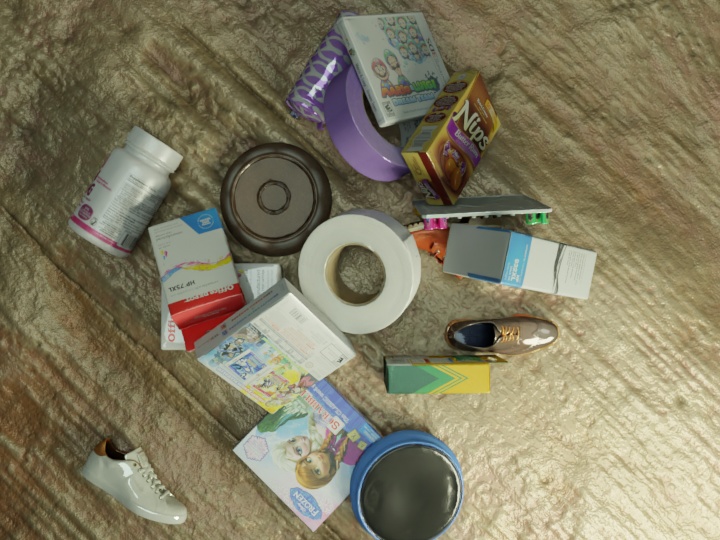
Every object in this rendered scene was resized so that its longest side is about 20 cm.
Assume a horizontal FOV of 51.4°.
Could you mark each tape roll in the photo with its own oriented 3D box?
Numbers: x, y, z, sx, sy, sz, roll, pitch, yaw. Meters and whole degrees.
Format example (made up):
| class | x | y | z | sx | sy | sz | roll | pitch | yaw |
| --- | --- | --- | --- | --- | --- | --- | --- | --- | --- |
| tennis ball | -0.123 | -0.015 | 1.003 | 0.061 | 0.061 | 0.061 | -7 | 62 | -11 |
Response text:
| class | x | y | z | sx | sy | sz | roll | pitch | yaw |
| --- | --- | --- | --- | --- | --- | --- | --- | --- | --- |
| tape roll | 0.037 | -0.252 | 1.233 | 0.199 | 0.065 | 0.202 | 16 | 64 | -35 |
| tape roll | 0.000 | 0.000 | 1.250 | 0.200 | 0.071 | 0.205 | 3 | 102 | 15 |

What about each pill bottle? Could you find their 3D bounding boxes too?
| class | x | y | z | sx | sy | sz | roll | pitch | yaw |
| --- | --- | --- | --- | --- | --- | --- | --- | --- | --- |
| pill bottle | -0.392 | -0.134 | 1.262 | 0.113 | 0.113 | 0.201 | 32 | 88 | 0 |

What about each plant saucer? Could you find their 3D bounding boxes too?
| class | x | y | z | sx | sy | sz | roll | pitch | yaw |
| --- | --- | --- | --- | --- | --- | --- | --- | --- | --- |
| plant saucer | -0.149 | -0.125 | 1.304 | 0.198 | 0.032 | 0.202 | 0 | 90 | 1 |

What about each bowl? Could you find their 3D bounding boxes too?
| class | x | y | z | sx | sy | sz | roll | pitch | yaw |
| --- | --- | --- | --- | --- | --- | --- | --- | --- | --- |
| bowl | 0.082 | 0.373 | 1.267 | 0.199 | 0.039 | 0.203 | -2 | 98 | -11 |

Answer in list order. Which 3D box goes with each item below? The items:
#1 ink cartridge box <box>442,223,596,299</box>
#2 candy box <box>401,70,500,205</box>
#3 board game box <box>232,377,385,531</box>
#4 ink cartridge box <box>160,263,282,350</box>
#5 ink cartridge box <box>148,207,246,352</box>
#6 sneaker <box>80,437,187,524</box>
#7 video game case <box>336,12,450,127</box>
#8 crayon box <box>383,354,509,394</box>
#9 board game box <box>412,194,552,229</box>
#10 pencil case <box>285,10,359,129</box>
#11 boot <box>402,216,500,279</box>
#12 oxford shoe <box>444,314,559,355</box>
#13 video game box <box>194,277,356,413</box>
| class | x | y | z | sx | sy | sz | roll | pitch | yaw |
| --- | --- | --- | --- | --- | --- | --- | --- | --- | --- |
| ink cartridge box | 0.256 | -0.014 | 1.205 | 0.199 | 0.145 | 0.085 | 10 | 91 | -33 |
| candy box | 0.153 | -0.219 | 1.227 | 0.056 | 0.117 | 0.201 | 6 | 53 | 39 |
| board game box | -0.081 | 0.304 | 1.289 | 0.200 | 0.041 | 0.200 | 44 | 89 | 1 |
| ink cartridge box | -0.234 | 0.062 | 1.272 | 0.198 | 0.084 | 0.146 | 0 | 87 | 0 |
| ink cartridge box | -0.254 | 0.014 | 1.189 | 0.115 | 0.067 | 0.201 | -18 | 69 | -8 |
| sneaker | -0.373 | 0.355 | 1.272 | 0.199 | 0.073 | 0.085 | 30 | 91 | 2 |
| video game case | 0.068 | -0.336 | 1.231 | 0.199 | 0.024 | 0.183 | -21 | 87 | -42 |
| crayon box | 0.139 | 0.173 | 1.251 | 0.198 | 0.126 | 0.052 | -1 | 89 | 0 |
| board game box | 0.191 | -0.097 | 1.223 | 0.198 | 0.200 | 0.026 | -2 | 102 | 0 |
| pencil case | -0.047 | -0.344 | 1.284 | 0.085 | 0.084 | 0.201 | 32 | 90 | -26 |
| boot | 0.143 | -0.037 | 1.284 | 0.198 | 0.075 | 0.108 | -1 | 94 | -1 |
| oxford shoe | 0.247 | 0.114 | 1.278 | 0.198 | 0.073 | 0.072 | -4 | 88 | -1 |
| video game box | -0.132 | 0.126 | 1.197 | 0.182 | 0.047 | 0.200 | -36 | 132 | 7 |
